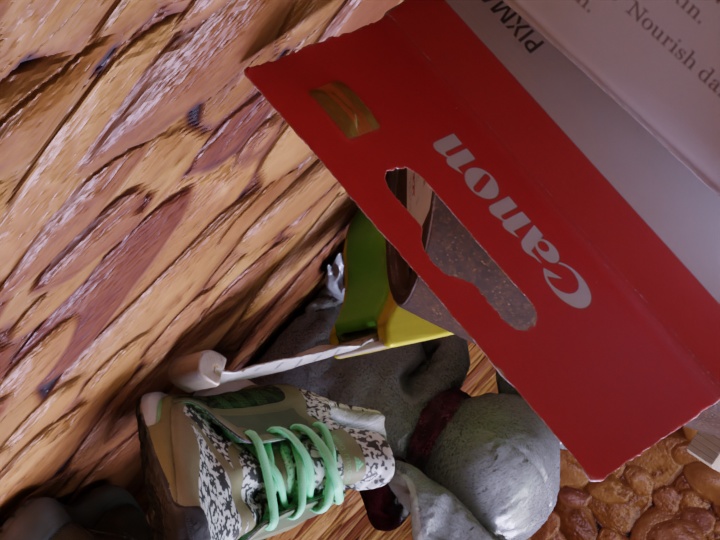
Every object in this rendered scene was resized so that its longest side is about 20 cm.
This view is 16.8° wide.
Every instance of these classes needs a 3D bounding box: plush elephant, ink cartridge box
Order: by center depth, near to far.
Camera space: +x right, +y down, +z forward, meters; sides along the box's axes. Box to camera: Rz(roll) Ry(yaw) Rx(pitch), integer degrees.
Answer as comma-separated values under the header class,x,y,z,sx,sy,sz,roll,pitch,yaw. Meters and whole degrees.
class,x,y,z,sx,sy,sz,roll,pitch,yaw
ink cartridge box,0.084,-0.041,0.739,0.200,0.161,0.050,-25,159,-49
plush elephant,0.028,0.080,1.133,0.165,0.155,0.200,-43,172,-30

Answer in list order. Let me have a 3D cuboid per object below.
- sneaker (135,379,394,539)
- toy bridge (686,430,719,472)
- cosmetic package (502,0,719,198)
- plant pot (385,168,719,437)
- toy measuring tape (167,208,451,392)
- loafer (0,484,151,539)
class,x,y,z,sx,sy,sz,roll,pitch,yaw
sneaker,-0.033,0.075,0.971,0.088,0.077,0.200,-9,-174,11
toy bridge,0.117,0.020,1.181,0.067,0.200,0.027,-58,153,2
cosmetic package,0.156,-0.141,0.693,0.200,0.166,0.167,-52,171,35
plant pot,0.115,-0.024,0.893,0.187,0.200,0.187,-174,-90,-80
toy measuring tape,0.000,0.000,0.998,0.200,0.074,0.074,-11,149,-41
loafer,-0.110,0.135,0.982,0.075,0.070,0.200,-48,172,3
